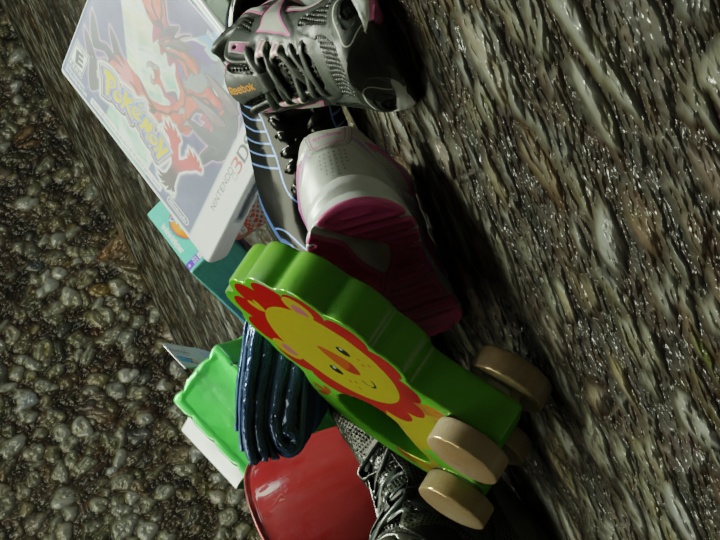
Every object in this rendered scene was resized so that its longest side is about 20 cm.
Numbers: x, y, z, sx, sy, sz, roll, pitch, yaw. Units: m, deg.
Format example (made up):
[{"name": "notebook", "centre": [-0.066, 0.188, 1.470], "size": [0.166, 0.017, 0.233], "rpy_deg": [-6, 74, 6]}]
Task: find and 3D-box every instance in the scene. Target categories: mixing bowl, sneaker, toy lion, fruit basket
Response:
[{"name": "mixing bowl", "centre": [0.023, 0.178, 1.535], "size": [0.200, 0.108, 0.200], "rpy_deg": [45, -165, -15]}, {"name": "sneaker", "centre": [0.029, 0.143, 1.405], "size": [0.200, 0.114, 0.076], "rpy_deg": [52, 128, 22]}, {"name": "sneaker", "centre": [-0.032, -0.115, 1.239], "size": [0.081, 0.086, 0.200], "rpy_deg": [65, 171, -13]}, {"name": "toy lion", "centre": [0.009, 0.058, 1.258], "size": [0.191, 0.069, 0.200], "rpy_deg": [31, 164, 10]}, {"name": "fruit basket", "centre": [-0.061, 0.134, 1.796], "size": [0.185, 0.094, 0.200], "rpy_deg": [43, -176, 25]}, {"name": "sneaker", "centre": [-0.043, -0.092, 1.380], "size": [0.078, 0.070, 0.201], "rpy_deg": [81, 169, -77]}, {"name": "sneaker", "centre": [0.009, -0.020, 1.315], "size": [0.200, 0.081, 0.089], "rpy_deg": [74, -178, -59]}]

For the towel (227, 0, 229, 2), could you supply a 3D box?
[{"name": "towel", "centre": [-0.091, -0.191, 1.579], "size": [0.153, 0.023, 0.200], "rpy_deg": [58, 169, 33]}]

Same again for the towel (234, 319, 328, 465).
[{"name": "towel", "centre": [-0.047, 0.055, 1.416], "size": [0.200, 0.048, 0.112], "rpy_deg": [-42, -42, -82]}]

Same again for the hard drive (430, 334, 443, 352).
[{"name": "hard drive", "centre": [0.000, 0.000, 1.523], "size": [0.140, 0.038, 0.200], "rpy_deg": [75, 167, -46]}]

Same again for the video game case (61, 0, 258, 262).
[{"name": "video game case", "centre": [-0.132, -0.133, 1.568], "size": [0.200, 0.023, 0.183], "rpy_deg": [52, 141, 18]}]

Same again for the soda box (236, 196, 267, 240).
[{"name": "soda box", "centre": [-0.122, -0.126, 1.684], "size": [0.201, 0.068, 0.064], "rpy_deg": [58, 179, -11]}]

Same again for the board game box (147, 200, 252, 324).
[{"name": "board game box", "centre": [-0.076, 0.025, 1.777], "size": [0.200, 0.045, 0.152], "rpy_deg": [44, -179, -27]}]
